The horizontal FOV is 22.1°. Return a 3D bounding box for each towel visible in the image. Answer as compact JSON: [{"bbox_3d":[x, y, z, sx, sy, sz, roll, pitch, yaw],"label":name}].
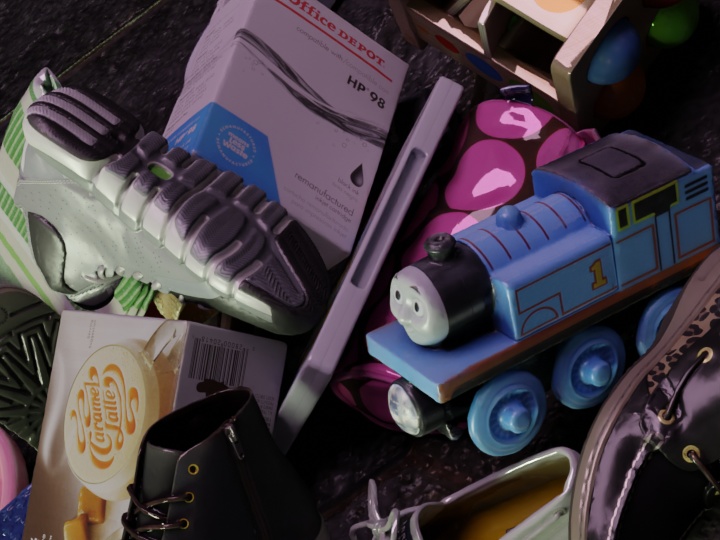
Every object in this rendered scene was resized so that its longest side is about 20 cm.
[{"bbox_3d":[-0.183,-0.016,1.164,0.023,0.200,0.153,-28,72,-33],"label":"towel"}]

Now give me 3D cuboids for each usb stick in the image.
[{"bbox_3d":[-0.026,-0.058,1.207,0.200,0.033,0.056,-26,40,21],"label":"usb stick"}]

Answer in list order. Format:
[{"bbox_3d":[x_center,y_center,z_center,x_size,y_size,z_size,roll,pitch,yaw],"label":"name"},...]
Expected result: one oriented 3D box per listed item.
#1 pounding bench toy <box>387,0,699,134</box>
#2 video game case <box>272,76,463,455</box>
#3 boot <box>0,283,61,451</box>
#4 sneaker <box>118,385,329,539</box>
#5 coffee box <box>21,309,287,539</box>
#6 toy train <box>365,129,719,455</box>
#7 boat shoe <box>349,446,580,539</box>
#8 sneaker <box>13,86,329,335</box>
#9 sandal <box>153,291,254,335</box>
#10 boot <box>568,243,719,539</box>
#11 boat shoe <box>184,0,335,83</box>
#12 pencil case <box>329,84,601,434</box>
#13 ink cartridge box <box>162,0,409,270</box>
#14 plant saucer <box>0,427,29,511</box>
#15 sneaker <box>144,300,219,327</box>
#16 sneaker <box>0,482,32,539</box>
[{"bbox_3d":[0.120,-0.157,1.108,0.156,0.200,0.124,34,83,18],"label":"pounding bench toy"},{"bbox_3d":[0.000,0.000,1.069,0.200,0.018,0.143,-65,2,-28],"label":"video game case"},{"bbox_3d":[-0.240,0.046,1.197,0.073,0.182,0.200,-33,41,-16],"label":"boot"},{"bbox_3d":[-0.107,0.150,0.917,0.075,0.106,0.200,6,40,43],"label":"sneaker"},{"bbox_3d":[-0.121,0.128,1.033,0.114,0.080,0.200,4,82,45],"label":"coffee box"},{"bbox_3d":[0.096,0.010,0.942,0.200,0.114,0.087,-24,29,-22],"label":"toy train"},{"bbox_3d":[0.033,0.142,0.939,0.202,0.086,0.075,-25,43,22],"label":"boat shoe"},{"bbox_3d":[-0.113,-0.007,1.033,0.075,0.200,0.116,-40,-16,-48],"label":"sneaker"},{"bbox_3d":[-0.101,0.000,1.155,0.069,0.078,0.212,3,67,7],"label":"sandal"},{"bbox_3d":[0.197,0.078,0.869,0.150,0.073,0.200,12,59,45],"label":"boot"},{"bbox_3d":[-0.067,-0.191,1.337,0.065,0.074,0.200,10,53,50],"label":"boat shoe"},{"bbox_3d":[0.063,-0.002,1.042,0.094,0.091,0.200,12,67,38],"label":"pencil case"},{"bbox_3d":[-0.045,-0.101,1.127,0.067,0.116,0.200,-35,29,46],"label":"ink cartridge box"},{"bbox_3d":[-0.287,0.189,1.203,0.200,0.051,0.201,-22,45,24],"label":"plant saucer"},{"bbox_3d":[-0.166,-0.014,1.224,0.071,0.113,0.200,-40,39,1],"label":"sneaker"},{"bbox_3d":[-0.206,0.205,1.097,0.200,0.078,0.070,-49,27,-10],"label":"sneaker"}]
